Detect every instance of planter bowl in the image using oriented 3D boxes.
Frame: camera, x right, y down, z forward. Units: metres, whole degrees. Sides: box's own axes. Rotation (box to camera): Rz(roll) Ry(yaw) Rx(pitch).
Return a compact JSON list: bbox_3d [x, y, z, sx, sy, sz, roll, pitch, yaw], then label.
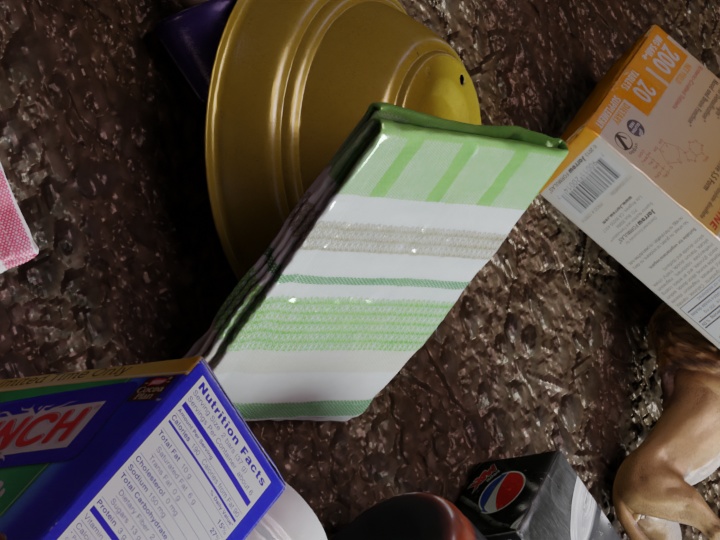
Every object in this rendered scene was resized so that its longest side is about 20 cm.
[{"bbox_3d":[0.008,-0.069,1.011,0.200,0.083,0.202,-13,105,-58],"label":"planter bowl"}]

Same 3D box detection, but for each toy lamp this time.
[{"bbox_3d":[-0.098,-0.185,0.990,0.058,0.058,0.201,-24,99,-48],"label":"toy lamp"}]

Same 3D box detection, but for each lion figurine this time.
[{"bbox_3d":[0.210,0.111,1.231,0.122,0.073,0.200,33,57,3],"label":"lion figurine"}]

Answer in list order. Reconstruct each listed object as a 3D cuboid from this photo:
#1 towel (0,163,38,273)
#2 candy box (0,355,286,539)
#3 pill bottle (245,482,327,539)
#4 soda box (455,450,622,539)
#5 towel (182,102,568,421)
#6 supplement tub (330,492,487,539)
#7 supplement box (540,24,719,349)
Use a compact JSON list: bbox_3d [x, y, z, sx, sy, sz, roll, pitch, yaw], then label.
[{"bbox_3d":[-0.236,-0.050,0.824,0.200,0.030,0.147,-19,93,-48],"label":"towel"},{"bbox_3d":[-0.153,0.125,0.763,0.200,0.168,0.077,-49,119,-43],"label":"candy box"},{"bbox_3d":[-0.099,0.174,0.852,0.200,0.111,0.111,-47,114,-43],"label":"pill bottle"},{"bbox_3d":[0.130,0.201,1.129,0.200,0.063,0.071,54,46,-23],"label":"soda box"},{"bbox_3d":[0.000,0.000,0.960,0.149,0.200,0.031,3,42,-48],"label":"towel"},{"bbox_3d":[0.064,0.216,1.021,0.200,0.107,0.107,48,49,-27],"label":"supplement tub"},{"bbox_3d":[0.222,-0.044,1.232,0.200,0.074,0.126,40,48,-3],"label":"supplement box"}]
